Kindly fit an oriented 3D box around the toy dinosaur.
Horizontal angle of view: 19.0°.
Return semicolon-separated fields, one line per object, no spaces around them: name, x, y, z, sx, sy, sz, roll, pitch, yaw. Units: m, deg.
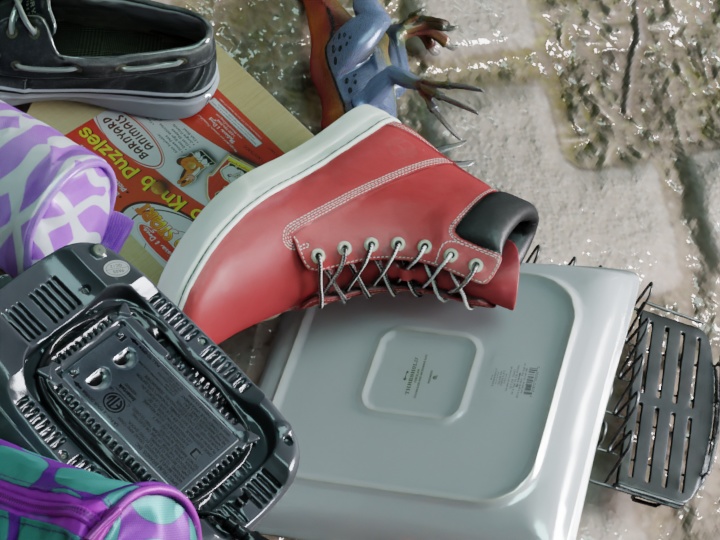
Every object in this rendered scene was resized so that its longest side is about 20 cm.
toy dinosaur;0.001;-0.093;1.308;0.200;0.105;0.182;12;58;29

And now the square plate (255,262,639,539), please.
square plate;0.034;0.062;1.154;0.198;0.028;0.200;6;52;18

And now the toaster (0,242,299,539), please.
toaster;-0.120;0.094;1.058;0.200;0.129;0.114;43;51;7

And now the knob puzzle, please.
knob puzzle;-0.115;-0.035;1.211;0.219;0.030;0.220;5;55;-8

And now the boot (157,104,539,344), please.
boot;0.000;0.000;1.133;0.144;0.073;0.200;33;52;26

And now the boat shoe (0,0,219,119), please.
boat shoe;-0.177;-0.135;1.207;0.199;0.071;0.072;3;54;-9

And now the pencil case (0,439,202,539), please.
pencil case;-0.165;0.113;0.958;0.200;0.093;0.085;13;51;35

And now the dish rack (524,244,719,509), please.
dish rack;0.120;0.052;1.249;0.199;0.055;0.154;18;53;-6

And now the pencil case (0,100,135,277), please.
pencil case;-0.220;-0.062;1.118;0.200;0.085;0.084;30;90;20
